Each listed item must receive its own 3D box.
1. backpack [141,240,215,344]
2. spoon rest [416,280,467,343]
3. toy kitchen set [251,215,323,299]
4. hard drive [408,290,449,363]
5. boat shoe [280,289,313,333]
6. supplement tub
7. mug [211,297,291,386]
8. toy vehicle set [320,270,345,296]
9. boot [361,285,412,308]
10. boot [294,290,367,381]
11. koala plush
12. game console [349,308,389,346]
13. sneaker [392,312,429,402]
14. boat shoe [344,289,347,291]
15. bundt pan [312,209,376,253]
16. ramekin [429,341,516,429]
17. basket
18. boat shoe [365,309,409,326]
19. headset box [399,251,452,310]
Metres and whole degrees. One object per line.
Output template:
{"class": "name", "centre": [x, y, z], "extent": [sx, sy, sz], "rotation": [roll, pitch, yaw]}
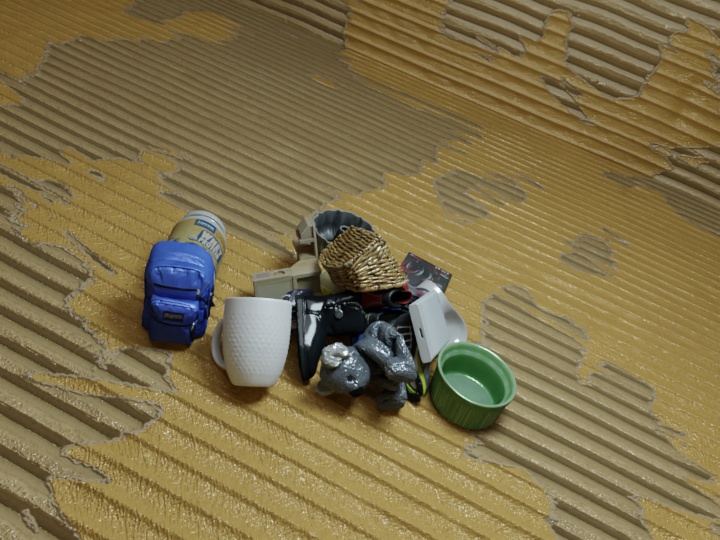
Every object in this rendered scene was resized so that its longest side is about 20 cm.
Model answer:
{"class": "backpack", "centre": [-0.396, 0.049, 1.376], "extent": [0.158, 0.203, 0.170], "rotation": [6, 36, -18]}
{"class": "spoon rest", "centre": [0.215, 0.120, 1.618], "extent": [0.099, 0.060, 0.203], "rotation": [-34, 99, -27]}
{"class": "toy kitchen set", "centre": [-0.198, -0.036, 1.606], "extent": [0.175, 0.167, 0.201], "rotation": [-9, 28, -12]}
{"class": "hard drive", "centre": [0.166, 0.128, 1.488], "extent": [0.026, 0.136, 0.199], "rotation": [-14, 2, 20]}
{"class": "boat shoe", "centre": [-0.186, 0.102, 1.487], "extent": [0.196, 0.074, 0.095], "rotation": [-7, 75, -37]}
{"class": "supplement tub", "centre": [-0.410, -0.042, 1.538], "extent": [0.141, 0.147, 0.202], "rotation": [13, 36, -8]}
{"class": "mug", "centre": [-0.244, 0.155, 1.345], "extent": [0.195, 0.181, 0.147], "rotation": [-2, -9, 31]}
{"class": "toy vehicle set", "centre": [-0.088, 0.077, 1.635], "extent": [0.122, 0.027, 0.200], "rotation": [28, 36, 12]}
{"class": "boot", "centre": [0.093, 0.060, 1.545], "extent": [0.142, 0.075, 0.198], "rotation": [-3, 6, 39]}
{"class": "boot", "centre": [-0.064, 0.144, 1.431], "extent": [0.163, 0.077, 0.206], "rotation": [-2, 71, -8]}
{"class": "koala plush", "centre": [-0.004, 0.211, 1.374], "extent": [0.195, 0.179, 0.187], "rotation": [-11, 53, -17]}
{"class": "game console", "centre": [0.040, 0.155, 1.576], "extent": [0.195, 0.118, 0.176], "rotation": [6, 72, -26]}
{"class": "sneaker", "centre": [0.122, 0.199, 1.467], "extent": [0.072, 0.206, 0.080], "rotation": [-5, 5, 29]}
{"class": "boat shoe", "centre": [-0.020, 0.029, 1.653], "extent": [0.073, 0.062, 0.201], "rotation": [-9, 24, -5]}
{"class": "bundt pan", "centre": [-0.053, -0.092, 1.832], "extent": [0.196, 0.077, 0.204], "rotation": [12, 36, -9]}
{"class": "ramekin", "centre": [0.258, 0.274, 1.474], "extent": [0.195, 0.099, 0.202], "rotation": [13, 36, -9]}
{"class": "basket", "centre": [0.000, 0.000, 1.510], "extent": [0.142, 0.150, 0.199], "rotation": [-40, 24, -12]}
{"class": "boat shoe", "centre": [0.104, 0.131, 1.510], "extent": [0.195, 0.066, 0.077], "rotation": [15, 66, -24]}
{"class": "headset box", "centre": [0.157, 0.053, 1.739], "extent": [0.146, 0.076, 0.200], "rotation": [27, 36, 9]}
